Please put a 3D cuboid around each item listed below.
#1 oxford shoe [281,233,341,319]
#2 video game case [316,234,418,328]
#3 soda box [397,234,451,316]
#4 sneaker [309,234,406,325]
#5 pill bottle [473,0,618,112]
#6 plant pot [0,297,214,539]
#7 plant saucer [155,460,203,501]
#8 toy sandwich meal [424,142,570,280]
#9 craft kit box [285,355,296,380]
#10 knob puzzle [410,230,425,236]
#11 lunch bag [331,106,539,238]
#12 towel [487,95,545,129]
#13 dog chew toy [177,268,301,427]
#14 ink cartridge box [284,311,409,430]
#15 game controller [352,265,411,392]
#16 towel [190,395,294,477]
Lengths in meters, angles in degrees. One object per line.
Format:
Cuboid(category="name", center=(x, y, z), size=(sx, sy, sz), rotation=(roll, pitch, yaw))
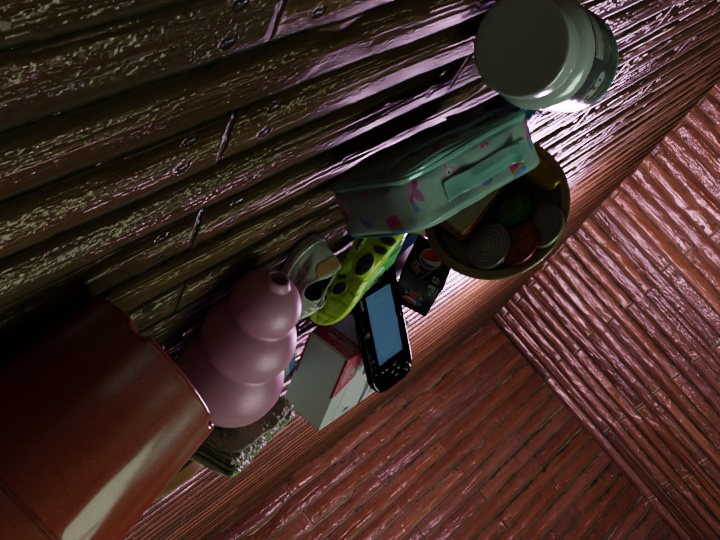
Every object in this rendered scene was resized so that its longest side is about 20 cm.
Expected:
Cuboid(category="oxford shoe", center=(-0.074, 0.034, 1.041), size=(0.075, 0.058, 0.201), rotation=(-35, 165, -36))
Cuboid(category="video game case", center=(0.011, 0.025, 1.371), size=(0.199, 0.018, 0.143), rotation=(-37, 168, -17))
Cuboid(category="soda box", center=(0.098, 0.013, 1.337), size=(0.064, 0.070, 0.200), rotation=(-63, 176, -15))
Cuboid(category="sneaker", center=(0.000, 0.000, 1.123), size=(0.200, 0.074, 0.083), rotation=(-46, 163, 19))
Cuboid(category="pill bottle", center=(0.192, -0.221, 0.860), size=(0.113, 0.113, 0.199), rotation=(-47, 166, 26))
Cuboid(category="plant pot", center=(-0.235, 0.139, 0.665), size=(0.195, 0.200, 0.201), rotation=(-44, 170, -24))
Cuboid(category="plant saucer", center=(-0.293, 0.270, 1.104), size=(0.198, 0.033, 0.200), rotation=(-22, -173, 3))
Cuboid(category="toy sandwich meal", center=(0.152, -0.089, 1.012), size=(0.205, 0.206, 0.070), rotation=(-42, 151, 5))
Cuboid(category="craft kit box", center=(-0.183, 0.175, 1.243), size=(0.197, 0.049, 0.200), rotation=(-41, 168, -16))
Cuboid(category="knob puzzle", center=(0.138, -0.068, 1.191), size=(0.219, 0.216, 0.031), rotation=(23, 73, -76))
Cuboid(category="lunch bag", center=(0.081, -0.105, 0.868), size=(0.199, 0.078, 0.160), rotation=(-31, -166, -29))
Cuboid(category="towel", center=(0.225, -0.230, 1.080), size=(0.111, 0.049, 0.200), rotation=(-23, 158, -53))
Cuboid(category="dog chew toy", center=(-0.127, 0.080, 0.929), size=(0.124, 0.124, 0.201), rotation=(-25, 151, -51))
Cuboid(category="ink cartridge box", center=(-0.019, 0.147, 1.373), size=(0.199, 0.084, 0.146), rotation=(-25, 143, -55))
Cuboid(category="game controller", center=(0.031, 0.082, 1.285), size=(0.042, 0.203, 0.104), rotation=(-2, -161, 32))
Cuboid(category="towel", center=(-0.172, 0.174, 1.009), size=(0.037, 0.147, 0.200), rotation=(-66, 169, 19))
